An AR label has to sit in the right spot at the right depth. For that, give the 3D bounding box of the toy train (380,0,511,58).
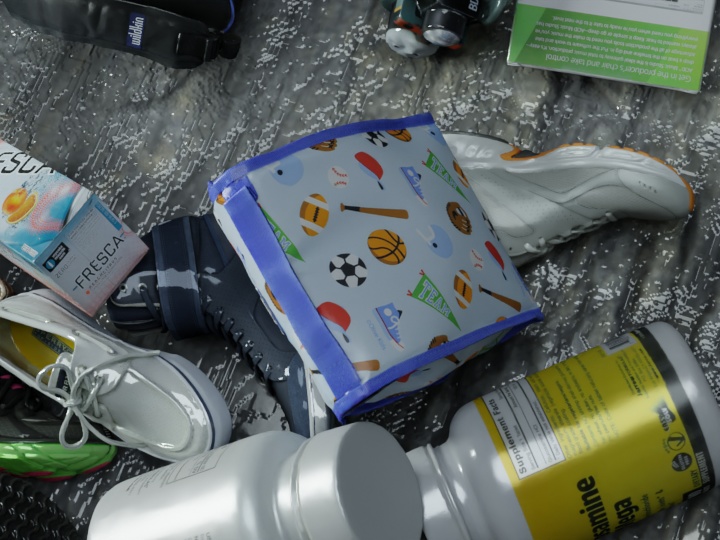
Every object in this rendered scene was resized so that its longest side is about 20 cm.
[{"bbox_3d":[0.068,-0.253,1.202,0.085,0.114,0.202,17,75,-22],"label":"toy train"}]

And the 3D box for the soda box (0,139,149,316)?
[{"bbox_3d":[-0.235,-0.040,1.143,0.199,0.068,0.064,26,73,47],"label":"soda box"}]

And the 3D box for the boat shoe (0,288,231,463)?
[{"bbox_3d":[-0.183,0.074,1.083,0.201,0.086,0.075,31,113,24],"label":"boat shoe"}]

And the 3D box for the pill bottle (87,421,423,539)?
[{"bbox_3d":[-0.065,0.163,1.016,0.199,0.114,0.115,-22,64,32],"label":"pill bottle"}]

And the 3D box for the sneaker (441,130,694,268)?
[{"bbox_3d":[0.132,-0.038,1.134,0.198,0.076,0.093,6,77,19],"label":"sneaker"}]

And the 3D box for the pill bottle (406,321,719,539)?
[{"bbox_3d":[0.129,0.121,1.043,0.199,0.113,0.113,-24,67,0],"label":"pill bottle"}]

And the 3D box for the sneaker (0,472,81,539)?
[{"bbox_3d":[-0.284,0.176,1.116,0.199,0.090,0.070,27,55,-9],"label":"sneaker"}]

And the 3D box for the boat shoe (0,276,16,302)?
[{"bbox_3d":[-0.347,-0.012,1.186,0.199,0.074,0.076,23,64,17],"label":"boat shoe"}]

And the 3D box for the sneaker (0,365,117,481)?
[{"bbox_3d":[-0.262,0.093,1.136,0.198,0.077,0.084,14,76,13],"label":"sneaker"}]

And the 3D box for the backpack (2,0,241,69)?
[{"bbox_3d":[-0.187,-0.263,1.206,0.189,0.201,0.155,-3,36,9],"label":"backpack"}]

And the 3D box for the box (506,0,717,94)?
[{"bbox_3d":[0.191,-0.237,1.166,0.143,0.036,0.202,11,99,12],"label":"box"}]

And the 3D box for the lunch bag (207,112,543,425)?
[{"bbox_3d":[0.000,0.000,1.043,0.124,0.200,0.171,-36,80,29],"label":"lunch bag"}]

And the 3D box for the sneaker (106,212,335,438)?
[{"bbox_3d":[-0.096,0.048,1.121,0.145,0.077,0.204,-13,61,-4],"label":"sneaker"}]
